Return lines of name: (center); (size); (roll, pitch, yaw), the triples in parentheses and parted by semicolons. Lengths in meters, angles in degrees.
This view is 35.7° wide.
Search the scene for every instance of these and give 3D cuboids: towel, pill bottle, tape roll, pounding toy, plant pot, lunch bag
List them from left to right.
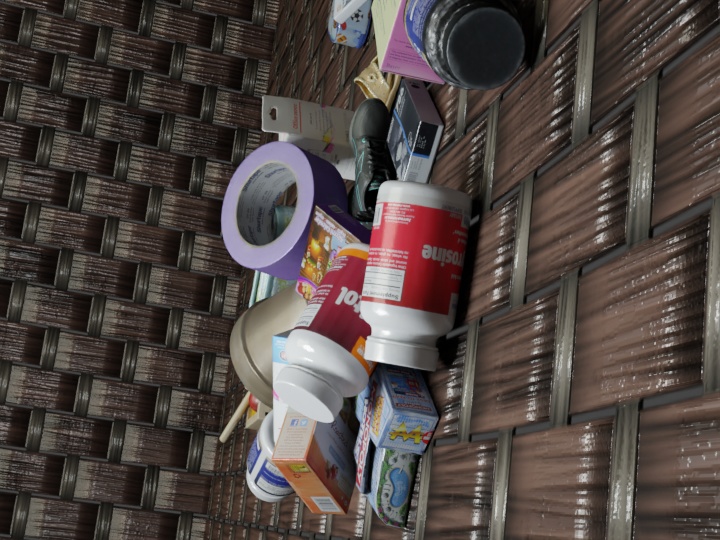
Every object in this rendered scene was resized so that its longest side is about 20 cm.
pounding toy: (-0.175, 0.234, 2.125); (0.200, 0.140, 0.188); (136, 142, -70)
pill bottle: (-0.135, 0.322, 1.935); (0.201, 0.114, 0.117); (118, 158, -55)
tape roll: (-0.120, -0.092, 1.741); (0.198, 0.084, 0.204); (-13, 69, 36)
towel: (-0.098, -0.009, 1.893); (0.048, 0.169, 0.204); (29, 111, 47)
plant pot: (-0.079, 0.097, 1.749); (0.174, 0.198, 0.202); (-46, 32, 39)
pill bottle: (-0.020, 0.077, 1.352); (0.202, 0.112, 0.113); (-60, 3, -24)
lunch bag: (-0.012, -0.536, 2.127); (0.161, 0.074, 0.203); (-100, 22, -64)
pill bottle: (0.060, 0.007, 1.273); (0.112, 0.110, 0.204); (178, 101, -78)
pill bottle: (0.115, -0.264, 1.228); (0.201, 0.110, 0.114); (-108, 30, -66)

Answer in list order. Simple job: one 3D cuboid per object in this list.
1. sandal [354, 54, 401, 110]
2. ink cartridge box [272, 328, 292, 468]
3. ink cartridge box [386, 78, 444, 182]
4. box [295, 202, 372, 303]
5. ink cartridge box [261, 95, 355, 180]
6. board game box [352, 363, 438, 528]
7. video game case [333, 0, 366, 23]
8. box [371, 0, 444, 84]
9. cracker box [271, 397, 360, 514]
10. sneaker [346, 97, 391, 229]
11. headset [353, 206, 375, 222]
sandal: (0.022, -0.286, 1.780); (0.078, 0.068, 0.216); (-171, 91, -78)
ink cartridge box: (-0.064, 0.193, 1.627); (0.068, 0.113, 0.204); (-17, -70, -58)
ink cartridge box: (0.071, -0.198, 1.560); (0.201, 0.038, 0.101); (-102, 23, -61)
box: (-0.006, 0.017, 1.517); (0.199, 0.039, 0.139); (39, 125, 39)
ink cartridge box: (-0.074, -0.221, 1.870); (0.117, 0.196, 0.068); (-95, 20, -51)
board game box: (0.035, 0.198, 1.368); (0.200, 0.061, 0.204); (-143, 63, -77)
video game case: (0.022, -0.549, 1.923); (0.199, 0.023, 0.185); (-33, 44, 43)
box: (0.089, -0.386, 1.483); (0.177, 0.095, 0.202); (-95, 18, -51)
cracker box: (-0.041, 0.198, 1.473); (0.135, 0.057, 0.202); (59, -143, -42)
sneaker: (0.025, -0.160, 1.705); (0.079, 0.074, 0.204); (-159, 70, -68)
headset: (0.000, 0.000, 1.602); (0.125, 0.092, 0.202); (-95, 26, -49)
